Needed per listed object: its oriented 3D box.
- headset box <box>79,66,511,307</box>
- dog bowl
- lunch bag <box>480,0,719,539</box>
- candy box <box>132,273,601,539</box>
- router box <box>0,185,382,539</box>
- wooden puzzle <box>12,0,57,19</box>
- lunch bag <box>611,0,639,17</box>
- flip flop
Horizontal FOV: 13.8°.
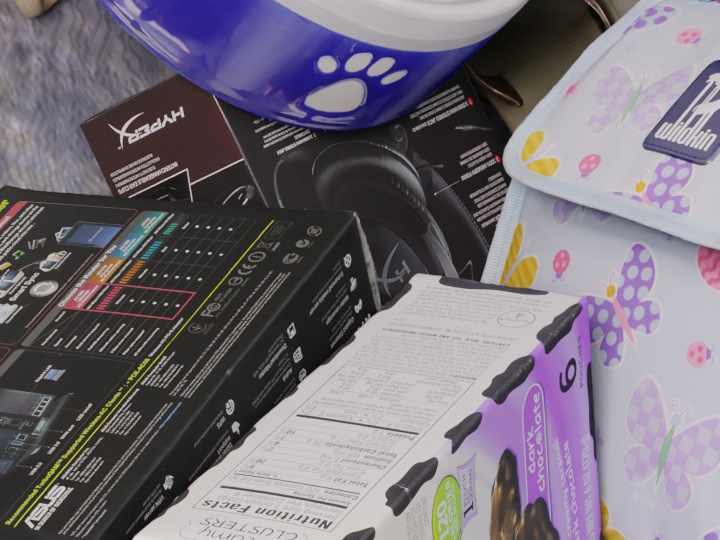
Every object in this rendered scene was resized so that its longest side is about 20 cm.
[{"bbox_3d":[0.000,0.000,1.177,0.149,0.077,0.201,-30,97,-48],"label":"headset box"},{"bbox_3d":[-0.024,-0.155,1.128,0.199,0.079,0.201,22,46,-25],"label":"dog bowl"},{"bbox_3d":[0.133,0.003,1.079,0.127,0.169,0.201,13,98,-42],"label":"lunch bag"},{"bbox_3d":[0.011,0.120,0.974,0.200,0.071,0.169,-43,133,-54],"label":"candy box"},{"bbox_3d":[-0.101,0.052,0.983,0.200,0.149,0.062,-51,138,-45],"label":"router box"},{"bbox_3d":[-0.127,-0.220,1.168,0.185,0.037,0.200,55,42,-14],"label":"wooden puzzle"},{"bbox_3d":[0.142,-0.037,1.315,0.200,0.117,0.165,46,47,-29],"label":"lunch bag"},{"bbox_3d":[0.066,-0.095,1.226,0.058,0.081,0.200,43,10,-40],"label":"flip flop"}]
